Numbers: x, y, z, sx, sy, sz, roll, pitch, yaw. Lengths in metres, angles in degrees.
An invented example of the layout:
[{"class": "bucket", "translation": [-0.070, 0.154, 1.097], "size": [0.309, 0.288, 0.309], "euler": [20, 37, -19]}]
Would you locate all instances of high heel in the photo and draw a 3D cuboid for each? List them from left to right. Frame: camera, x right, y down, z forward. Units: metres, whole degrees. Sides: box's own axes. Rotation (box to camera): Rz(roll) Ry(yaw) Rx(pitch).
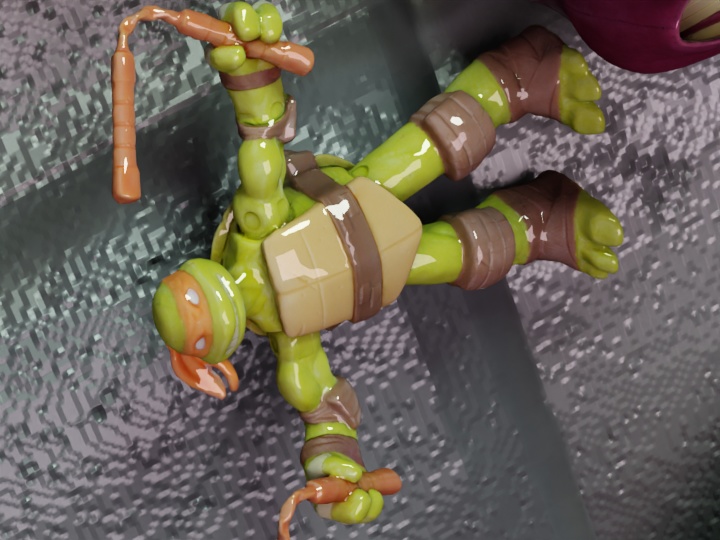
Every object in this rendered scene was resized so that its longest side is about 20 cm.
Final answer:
[{"class": "high heel", "translation": [0.149, -0.110, 0.871], "size": [0.199, 0.096, 0.068], "euler": [-15, 114, -20]}]

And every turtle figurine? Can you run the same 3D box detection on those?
[{"class": "turtle figurine", "translation": [0.000, 0.000, 0.859], "size": [0.161, 0.064, 0.201], "euler": [-23, 108, -25]}]
